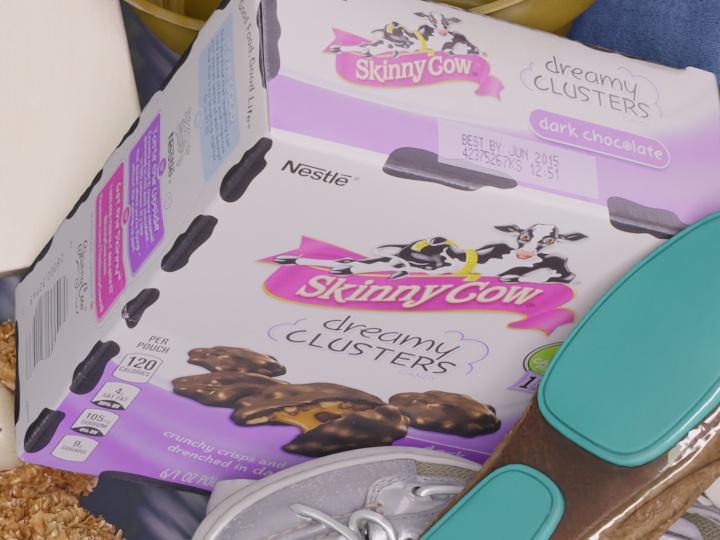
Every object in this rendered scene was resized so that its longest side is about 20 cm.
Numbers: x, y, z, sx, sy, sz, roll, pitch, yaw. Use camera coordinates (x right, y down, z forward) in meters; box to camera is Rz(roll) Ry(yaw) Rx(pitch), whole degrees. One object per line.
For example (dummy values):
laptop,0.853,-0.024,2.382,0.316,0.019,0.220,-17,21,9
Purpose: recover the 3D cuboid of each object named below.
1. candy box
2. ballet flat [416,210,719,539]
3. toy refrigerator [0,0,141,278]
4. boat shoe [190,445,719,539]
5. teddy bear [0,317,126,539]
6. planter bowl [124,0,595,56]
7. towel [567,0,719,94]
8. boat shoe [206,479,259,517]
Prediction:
candy box,0.000,0.000,0.971,0.167,0.200,0.072,13,53,-24
ballet flat,0.075,0.069,0.901,0.200,0.072,0.068,-50,46,-6
toy refrigerator,-0.125,-0.100,1.070,0.076,0.070,0.201,-12,89,-5
boat shoe,0.044,0.101,0.950,0.201,0.065,0.075,6,100,-20
teddy bear,-0.141,0.113,1.049,0.067,0.145,0.201,22,96,-41
planter bowl,0.009,-0.097,1.033,0.199,0.201,0.084,-8,124,2
towel,0.101,-0.020,1.046,0.048,0.111,0.201,12,90,-36
boat shoe,0.031,0.131,1.016,0.200,0.070,0.072,26,71,-25
